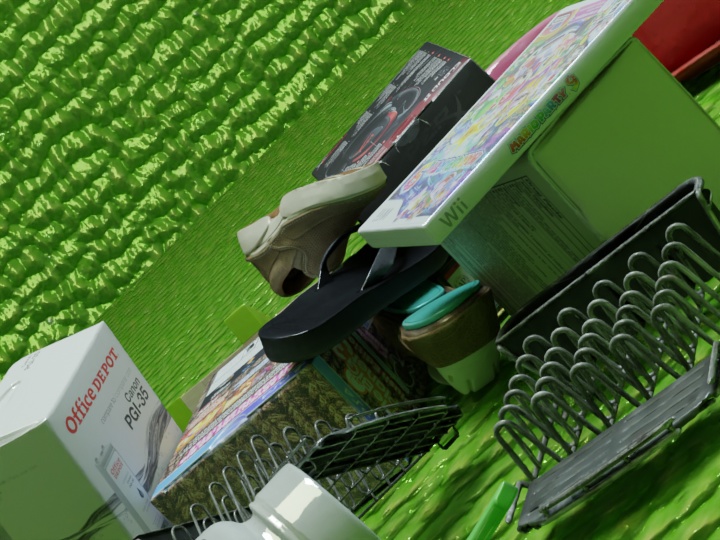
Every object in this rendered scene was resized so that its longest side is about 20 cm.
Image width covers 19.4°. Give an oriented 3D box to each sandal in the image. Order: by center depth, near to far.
[{"bbox_3d":[0.000,0.000,1.434,0.076,0.043,0.200,-9,19,33],"label":"sandal"}]

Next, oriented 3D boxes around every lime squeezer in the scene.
[{"bbox_3d":[0.039,0.160,1.073,0.200,0.038,0.071,110,172,-71],"label":"lime squeezer"}]

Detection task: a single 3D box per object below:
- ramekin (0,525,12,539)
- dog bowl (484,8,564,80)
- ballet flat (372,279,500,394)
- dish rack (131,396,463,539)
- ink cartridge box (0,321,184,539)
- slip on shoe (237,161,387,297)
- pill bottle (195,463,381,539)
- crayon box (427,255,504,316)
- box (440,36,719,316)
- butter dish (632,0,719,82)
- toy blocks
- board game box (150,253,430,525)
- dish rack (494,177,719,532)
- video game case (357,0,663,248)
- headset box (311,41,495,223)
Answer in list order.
[{"bbox_3d":[-0.219,0.193,1.606,0.202,0.202,0.094,-46,23,-6],"label":"ramekin"},{"bbox_3d":[0.145,-0.143,1.805,0.200,0.074,0.200,-43,11,10],"label":"dog bowl"},{"bbox_3d":[0.057,0.046,1.410,0.068,0.072,0.200,-31,8,-12],"label":"ballet flat"},{"bbox_3d":[-0.036,0.131,1.280,0.153,0.055,0.200,-10,-30,-48],"label":"dish rack"},{"bbox_3d":[-0.176,0.159,1.475,0.083,0.200,0.147,-26,19,22],"label":"ink cartridge box"},{"bbox_3d":[-0.031,-0.027,1.523,0.076,0.061,0.200,-20,-4,-30],"label":"slip on shoe"},{"bbox_3d":[-0.070,0.210,1.138,0.200,0.114,0.114,-48,11,-8],"label":"pill bottle"},{"bbox_3d":[0.111,-0.043,1.584,0.200,0.058,0.172,-48,11,-14],"label":"crayon box"},{"bbox_3d":[0.136,-0.049,1.323,0.109,0.128,0.200,-48,12,-19],"label":"box"},{"bbox_3d":[0.261,-0.254,1.580,0.200,0.148,0.200,-33,16,47],"label":"butter dish"},{"bbox_3d":[-0.064,0.066,1.799,0.200,0.100,0.137,-40,0,20],"label":"toy blocks"},{"bbox_3d":[-0.041,0.105,1.495,0.159,0.097,0.200,-41,11,22],"label":"board game box"},{"bbox_3d":[0.133,0.048,1.112,0.153,0.055,0.200,-41,12,27],"label":"dish rack"},{"bbox_3d":[0.087,-0.091,1.268,0.200,0.018,0.143,-48,11,-11],"label":"video game case"},{"bbox_3d":[0.047,-0.094,1.636,0.149,0.075,0.200,-49,13,1],"label":"headset box"}]
